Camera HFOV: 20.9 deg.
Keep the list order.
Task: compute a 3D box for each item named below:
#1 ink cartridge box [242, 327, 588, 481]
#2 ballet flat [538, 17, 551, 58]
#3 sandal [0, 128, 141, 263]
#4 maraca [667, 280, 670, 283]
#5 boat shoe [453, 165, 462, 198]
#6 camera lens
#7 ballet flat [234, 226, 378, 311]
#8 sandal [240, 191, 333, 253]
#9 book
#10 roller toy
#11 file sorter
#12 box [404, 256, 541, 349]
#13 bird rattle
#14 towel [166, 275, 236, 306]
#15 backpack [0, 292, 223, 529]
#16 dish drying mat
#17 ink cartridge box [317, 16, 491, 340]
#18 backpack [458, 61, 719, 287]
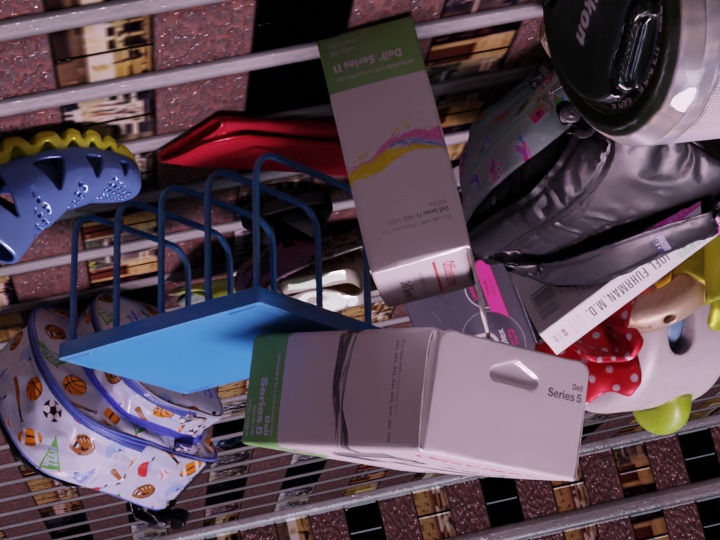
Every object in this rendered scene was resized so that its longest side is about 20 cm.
[{"bbox_3d":[0.036,0.092,1.348,0.145,0.084,0.200,14,169,-37],"label":"ink cartridge box"},{"bbox_3d":[0.210,-0.168,1.284,0.200,0.071,0.065,-5,-179,-10],"label":"ballet flat"},{"bbox_3d":[-0.237,-0.043,1.291,0.200,0.087,0.079,-8,164,-28],"label":"sandal"},{"bbox_3d":[0.249,-0.033,1.654,0.137,0.107,0.200,21,104,-51],"label":"maraca"},{"bbox_3d":[0.149,-0.068,1.593,0.199,0.068,0.074,-17,166,15],"label":"boat shoe"},{"bbox_3d":[0.215,-0.156,1.106,0.200,0.160,0.160,-7,165,-23],"label":"camera lens"},{"bbox_3d":[0.000,0.000,1.559,0.200,0.071,0.069,-16,130,-10],"label":"ballet flat"},{"bbox_3d":[-0.055,-0.023,1.624,0.075,0.045,0.200,-12,166,-1],"label":"sandal"},{"bbox_3d":[0.205,-0.036,1.486,0.200,0.134,0.048,-37,118,10],"label":"book"},{"bbox_3d":[0.261,0.047,1.931,0.140,0.200,0.183,-3,128,-37],"label":"roller toy"},{"bbox_3d":[-0.105,0.005,1.459,0.200,0.123,0.139,-16,156,36],"label":"file sorter"},{"bbox_3d":[0.127,0.021,1.678,0.106,0.122,0.200,-18,-170,26],"label":"box"},{"bbox_3d":[0.224,0.011,1.540,0.200,0.163,0.113,-31,133,12],"label":"bird rattle"},{"bbox_3d":[-0.056,0.006,1.716,0.200,0.023,0.144,-11,-179,-22],"label":"towel"},{"bbox_3d":[-0.229,0.113,1.731,0.190,0.200,0.154,12,122,-45],"label":"backpack"},{"bbox_3d":[-0.046,-0.089,1.430,0.200,0.018,0.077,0,162,-44],"label":"dish drying mat"},{"bbox_3d":[0.030,-0.049,1.276,0.067,0.200,0.117,-14,166,3],"label":"ink cartridge box"},{"bbox_3d":[0.162,-0.077,1.415,0.167,0.127,0.200,31,135,-25],"label":"backpack"}]
